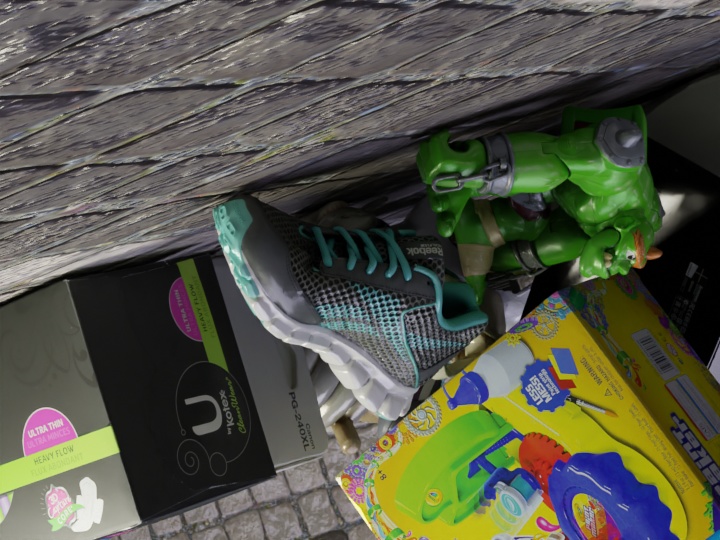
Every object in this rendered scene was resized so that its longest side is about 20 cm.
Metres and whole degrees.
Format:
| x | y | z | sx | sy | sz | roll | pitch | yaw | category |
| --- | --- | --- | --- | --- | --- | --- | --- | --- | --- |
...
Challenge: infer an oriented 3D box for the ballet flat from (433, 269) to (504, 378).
| x | y | z | sx | sy | sz | roll | pitch | yaw | category |
| --- | --- | --- | --- | --- | --- | --- | --- | --- | --- |
| 0.041 | 0.032 | 1.218 | 0.069 | 0.070 | 0.200 | -20 | 166 | 23 | ballet flat |

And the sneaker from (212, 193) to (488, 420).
| x | y | z | sx | sy | sz | roll | pitch | yaw | category |
| --- | --- | --- | --- | --- | --- | --- | --- | --- | --- |
| -0.002 | 0.002 | 1.070 | 0.091 | 0.078 | 0.200 | -35 | 142 | 13 | sneaker |

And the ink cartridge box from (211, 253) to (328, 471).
| x | y | z | sx | sy | sz | roll | pitch | yaw | category |
| --- | --- | --- | --- | --- | --- | --- | --- | --- | --- |
| -0.138 | 0.084 | 1.330 | 0.200 | 0.145 | 0.083 | -21 | 174 | 32 | ink cartridge box |

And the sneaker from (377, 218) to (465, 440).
| x | y | z | sx | sy | sz | roll | pitch | yaw | category |
| --- | --- | --- | --- | --- | --- | --- | --- | --- | --- |
| 0.020 | 0.043 | 1.368 | 0.200 | 0.087 | 0.074 | -69 | -179 | -52 | sneaker |

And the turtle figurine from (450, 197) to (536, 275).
| x | y | z | sx | sy | sz | roll | pitch | yaw | category |
| --- | --- | --- | --- | --- | --- | --- | --- | --- | --- |
| 0.103 | -0.027 | 1.515 | 0.200 | 0.064 | 0.161 | -44 | -178 | -21 | turtle figurine |

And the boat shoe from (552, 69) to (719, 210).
| x | y | z | sx | sy | sz | roll | pitch | yaw | category |
| --- | --- | --- | --- | --- | --- | --- | --- | --- | --- |
| 0.193 | -0.083 | 1.255 | 0.201 | 0.070 | 0.072 | -25 | -163 | 25 | boat shoe |

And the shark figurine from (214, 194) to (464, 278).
| x | y | z | sx | sy | sz | roll | pitch | yaw | category |
| --- | --- | --- | --- | --- | --- | --- | --- | --- | --- |
| -0.005 | 0.003 | 1.297 | 0.128 | 0.090 | 0.214 | -19 | 175 | 21 | shark figurine |

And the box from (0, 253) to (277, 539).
| x | y | z | sx | sy | sz | roll | pitch | yaw | category |
| --- | --- | --- | --- | --- | --- | --- | --- | --- | --- |
| -0.176 | 0.092 | 1.217 | 0.200 | 0.149 | 0.124 | -22 | 174 | 39 | box |

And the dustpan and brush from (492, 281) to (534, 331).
| x | y | z | sx | sy | sz | roll | pitch | yaw | category |
| --- | --- | --- | --- | --- | --- | --- | --- | --- | --- |
| 0.115 | 0.029 | 1.416 | 0.139 | 0.057 | 0.200 | -35 | 178 | 15 | dustpan and brush |

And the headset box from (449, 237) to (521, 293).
| x | y | z | sx | sy | sz | roll | pitch | yaw | category |
| --- | --- | --- | --- | --- | --- | --- | --- | --- | --- |
| 0.015 | 0.028 | 1.707 | 0.174 | 0.093 | 0.200 | -17 | 177 | -22 | headset box |

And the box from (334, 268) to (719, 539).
| x | y | z | sx | sy | sz | roll | pitch | yaw | category |
| --- | --- | --- | --- | --- | --- | --- | --- | --- | --- |
| 0.131 | 0.139 | 1.194 | 0.193 | 0.200 | 0.122 | -43 | 167 | 26 | box |

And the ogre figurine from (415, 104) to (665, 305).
| x | y | z | sx | sy | sz | roll | pitch | yaw | category |
| --- | --- | --- | --- | --- | --- | --- | --- | --- | --- |
| 0.105 | -0.042 | 1.116 | 0.120 | 0.098 | 0.200 | -11 | 143 | 11 | ogre figurine |

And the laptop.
| x | y | z | sx | sy | sz | roll | pitch | yaw | category |
| --- | --- | --- | --- | --- | --- | --- | --- | --- | --- |
| 0.227 | 0.005 | 1.257 | 0.116 | 0.200 | 0.187 | -33 | 148 | -46 | laptop |

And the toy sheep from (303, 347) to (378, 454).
| x | y | z | sx | sy | sz | roll | pitch | yaw | category |
| --- | --- | --- | --- | --- | --- | --- | --- | --- | --- |
| -0.048 | 0.055 | 1.425 | 0.200 | 0.138 | 0.138 | 31 | 146 | -29 | toy sheep |
